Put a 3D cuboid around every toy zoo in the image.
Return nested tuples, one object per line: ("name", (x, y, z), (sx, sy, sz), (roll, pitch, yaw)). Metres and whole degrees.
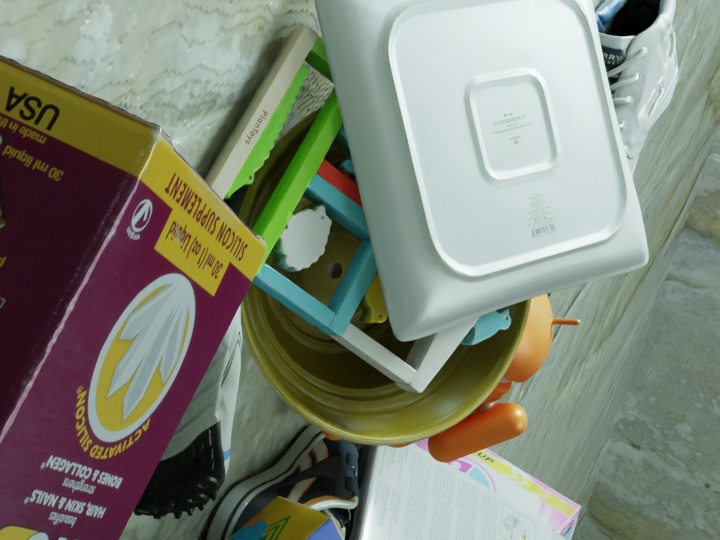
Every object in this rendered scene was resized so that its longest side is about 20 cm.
("toy zoo", (0.010, -0.023, 0.713), (0.020, 0.199, 0.132), (-1, -123, 61))

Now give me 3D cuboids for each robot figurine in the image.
("robot figurine", (0.053, 0.051, 0.908), (0.117, 0.199, 0.145), (43, 24, -39))

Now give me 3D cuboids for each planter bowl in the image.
("planter bowl", (0.000, 0.000, 0.766), (0.083, 0.200, 0.202), (-2, -125, 62))

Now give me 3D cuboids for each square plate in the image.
("square plate", (0.081, -0.080, 0.727), (0.198, 0.028, 0.201), (-15, 92, -32))

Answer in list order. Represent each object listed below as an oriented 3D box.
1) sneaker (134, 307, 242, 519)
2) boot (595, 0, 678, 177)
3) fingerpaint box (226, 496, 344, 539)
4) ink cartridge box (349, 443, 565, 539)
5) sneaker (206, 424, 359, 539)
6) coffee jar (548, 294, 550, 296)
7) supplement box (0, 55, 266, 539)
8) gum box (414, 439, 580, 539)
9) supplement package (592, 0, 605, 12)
("sneaker", (-0.097, 0.059, 0.664), (0.073, 0.071, 0.201), (-86, -172, -47))
("boot", (0.154, -0.111, 0.827), (0.201, 0.073, 0.096), (-59, 151, -36))
("fingerpaint box", (-0.051, 0.279, 0.815), (0.166, 0.073, 0.202), (-36, 111, -27))
("ink cartridge box", (0.073, 0.238, 1.008), (0.047, 0.199, 0.161), (-45, -160, 37))
("sneaker", (-0.035, 0.177, 0.955), (0.200, 0.079, 0.079), (-32, 141, -62))
("coffee jar", (0.112, 0.011, 1.046), (0.104, 0.085, 0.201), (-50, 167, -28))
("supplement box", (-0.135, 0.040, 0.470), (0.202, 0.102, 0.131), (-63, 162, -8))
("gum box", (0.080, 0.211, 1.136), (0.113, 0.199, 0.067), (-36, 146, -43))
("supplement package", (0.085, -0.135, 0.865), (0.201, 0.109, 0.114), (-54, 158, -34))
